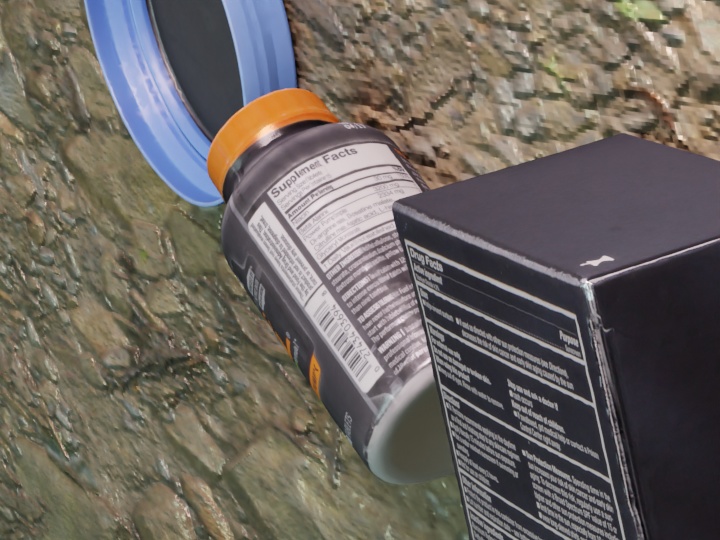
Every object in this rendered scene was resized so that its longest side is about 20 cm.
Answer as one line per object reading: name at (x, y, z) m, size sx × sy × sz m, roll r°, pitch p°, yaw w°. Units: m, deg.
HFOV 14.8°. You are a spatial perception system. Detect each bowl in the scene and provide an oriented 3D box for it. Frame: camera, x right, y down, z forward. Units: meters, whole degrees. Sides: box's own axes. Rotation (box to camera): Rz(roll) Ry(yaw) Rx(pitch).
bowl at (-0.096, -0.136, 1.539) m, size 0.201 × 0.039 × 0.201 m, roll 44°, pitch 144°, yaw 45°

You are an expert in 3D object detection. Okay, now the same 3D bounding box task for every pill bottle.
pill bottle at (0.000, 0.000, 1.365) m, size 0.200 × 0.106 × 0.106 m, roll 54°, pitch 151°, yaw 32°

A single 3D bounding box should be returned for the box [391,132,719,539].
box at (0.120, 0.062, 1.125) m, size 0.200 × 0.123 × 0.199 m, roll -153°, pitch 47°, yaw -67°
